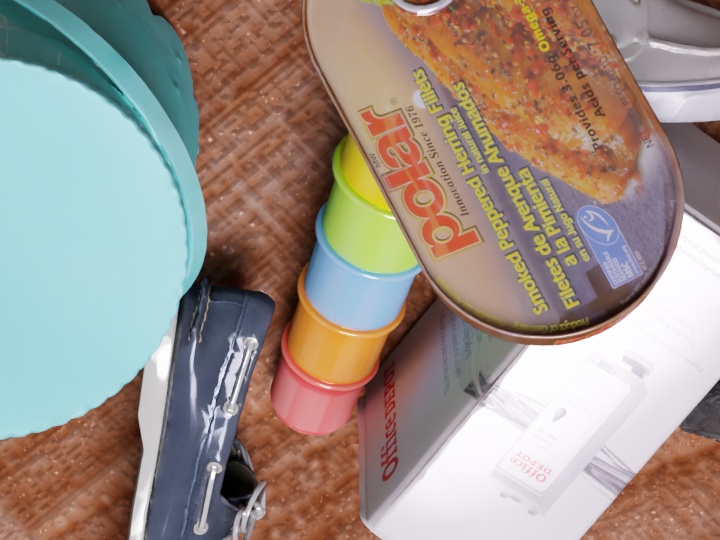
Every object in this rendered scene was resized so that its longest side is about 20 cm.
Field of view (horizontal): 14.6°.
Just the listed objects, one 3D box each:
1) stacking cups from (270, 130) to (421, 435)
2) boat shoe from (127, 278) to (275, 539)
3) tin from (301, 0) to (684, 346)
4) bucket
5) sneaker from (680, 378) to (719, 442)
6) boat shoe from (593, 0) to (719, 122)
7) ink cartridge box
[{"bbox_3d":[0.000,0.000,1.241,0.060,0.061,0.200,10,133,-11],"label":"stacking cups"},{"bbox_3d":[-0.073,0.094,1.302,0.062,0.075,0.200,6,113,-1],"label":"boat shoe"},{"bbox_3d":[0.052,-0.063,1.135,0.112,0.042,0.200,-26,79,-6],"label":"tin"},{"bbox_3d":[-0.161,-0.037,1.193,0.207,0.135,0.208,-3,118,-6],"label":"bucket"},{"bbox_3d":[0.210,0.034,1.270,0.078,0.200,0.089,14,106,35],"label":"sneaker"},{"bbox_3d":[0.097,-0.110,1.225,0.200,0.071,0.070,5,116,1],"label":"boat shoe"},{"bbox_3d":[0.091,0.031,1.247,0.083,0.147,0.200,34,109,-14],"label":"ink cartridge box"}]
